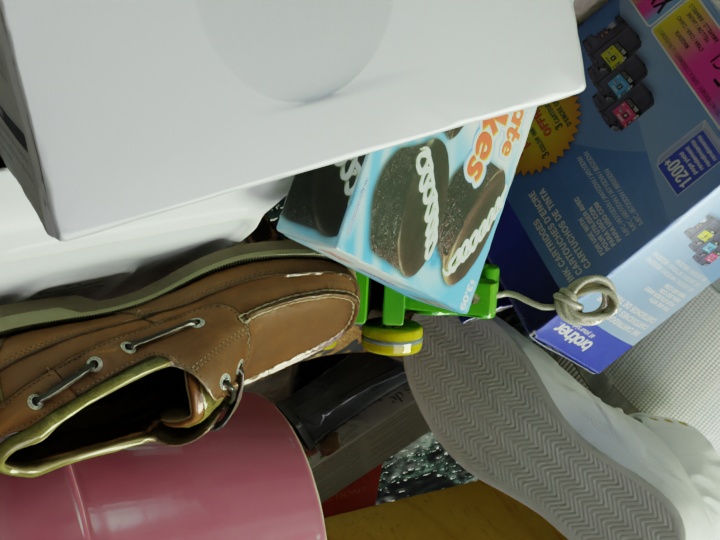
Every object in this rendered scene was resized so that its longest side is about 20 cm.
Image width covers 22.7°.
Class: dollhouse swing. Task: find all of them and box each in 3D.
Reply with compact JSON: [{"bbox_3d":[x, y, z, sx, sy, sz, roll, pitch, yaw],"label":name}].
[{"bbox_3d":[0.046,0.225,1.008,0.198,0.182,0.177,-12,115,-10],"label":"dollhouse swing"}]

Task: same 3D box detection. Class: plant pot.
[{"bbox_3d":[-0.122,0.135,0.852,0.178,0.201,0.201,-8,141,-28],"label":"plant pot"}]

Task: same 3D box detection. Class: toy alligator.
[{"bbox_3d":[0.023,0.006,0.870,0.198,0.054,0.060,3,102,-3],"label":"toy alligator"}]

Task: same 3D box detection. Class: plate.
[{"bbox_3d":[-0.132,-0.002,0.780,0.199,0.033,0.200,-13,168,-34],"label":"plate"}]

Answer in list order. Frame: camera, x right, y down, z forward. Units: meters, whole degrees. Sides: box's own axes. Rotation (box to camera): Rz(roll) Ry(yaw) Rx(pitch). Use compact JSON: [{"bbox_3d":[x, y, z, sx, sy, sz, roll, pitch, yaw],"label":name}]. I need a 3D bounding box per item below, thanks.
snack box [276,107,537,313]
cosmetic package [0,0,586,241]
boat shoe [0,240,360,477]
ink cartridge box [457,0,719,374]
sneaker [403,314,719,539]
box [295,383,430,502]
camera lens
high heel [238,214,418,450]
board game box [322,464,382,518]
[{"bbox_3d":[0.039,-0.092,0.785,0.116,0.037,0.201,25,82,-55],"label":"snack box"},{"bbox_3d":[-0.046,-0.144,0.623,0.198,0.123,0.201,-16,113,-15],"label":"cosmetic package"},{"bbox_3d":[-0.080,0.044,0.775,0.199,0.068,0.072,-16,139,-26],"label":"boat shoe"},{"bbox_3d":[0.128,-0.045,0.919,0.200,0.137,0.076,-41,141,18],"label":"ink cartridge box"},{"bbox_3d":[0.116,0.090,0.963,0.115,0.200,0.074,3,127,-57],"label":"sneaker"},{"bbox_3d":[-0.015,0.100,1.050,0.199,0.039,0.042,-32,143,-19],"label":"box"},{"bbox_3d":[0.203,0.036,1.050,0.159,0.161,0.200,5,134,-37],"label":"camera lens"},{"bbox_3d":[0.000,0.000,0.968,0.142,0.071,0.201,-35,143,-12],"label":"high heel"},{"bbox_3d":[-0.069,0.173,1.148,0.152,0.040,0.201,-14,143,-18],"label":"board game box"}]
